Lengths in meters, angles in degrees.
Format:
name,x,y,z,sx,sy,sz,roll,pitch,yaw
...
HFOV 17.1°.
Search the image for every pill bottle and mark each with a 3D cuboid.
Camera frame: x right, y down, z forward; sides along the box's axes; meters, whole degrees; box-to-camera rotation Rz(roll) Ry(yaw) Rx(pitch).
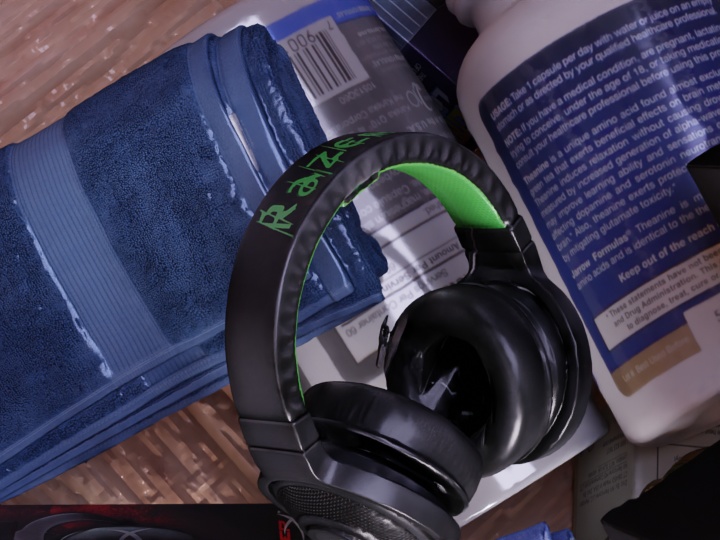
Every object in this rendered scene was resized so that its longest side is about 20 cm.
name,x,y,z,sx,sy,sz,roll,pitch,yaw
pill bottle,0.103,-0.047,0.864,0.111,0.111,0.200,-21,76,-19
pill bottle,0.000,0.000,0.888,0.114,0.114,0.200,-30,85,-20

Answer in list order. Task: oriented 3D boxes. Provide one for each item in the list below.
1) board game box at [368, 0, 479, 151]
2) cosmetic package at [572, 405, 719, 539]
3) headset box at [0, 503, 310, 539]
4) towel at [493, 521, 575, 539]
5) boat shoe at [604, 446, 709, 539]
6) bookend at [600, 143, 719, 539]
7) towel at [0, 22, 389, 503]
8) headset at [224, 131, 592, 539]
name,x,y,z,sx,sy,sz,roll,pitch,yaw
board game box,0.044,-0.173,0.978,0.165,0.057,0.200,40,69,-1
cosmetic package,0.136,0.152,0.905,0.103,0.073,0.200,8,74,-13
headset box,-0.109,0.145,0.784,0.199,0.149,0.077,1,117,-5
towel,0.039,0.203,0.851,0.147,0.024,0.200,-21,77,24
boat shoe,0.171,0.147,0.839,0.200,0.072,0.068,49,60,-5
bookend,0.150,0.038,0.744,0.200,0.092,0.199,-33,101,-11
towel,-0.096,0.004,0.835,0.200,0.049,0.112,-28,85,19
headset,0.013,0.051,0.780,0.123,0.094,0.200,-40,118,-37
